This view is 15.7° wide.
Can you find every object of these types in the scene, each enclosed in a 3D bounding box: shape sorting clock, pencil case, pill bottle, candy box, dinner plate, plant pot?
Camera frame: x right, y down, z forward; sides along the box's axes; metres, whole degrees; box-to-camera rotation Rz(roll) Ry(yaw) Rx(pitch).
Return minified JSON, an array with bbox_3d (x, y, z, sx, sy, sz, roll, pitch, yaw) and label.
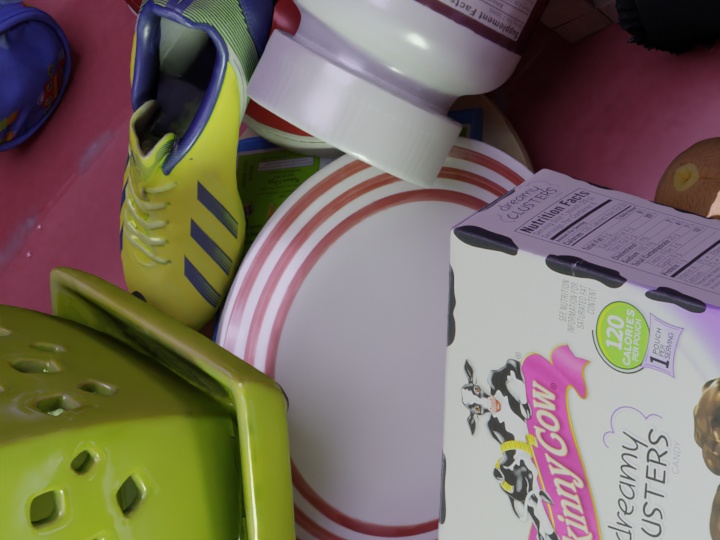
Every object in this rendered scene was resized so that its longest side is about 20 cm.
[{"bbox_3d":[0.000,0.000,1.207,0.199,0.039,0.201,-12,68,32],"label":"shape sorting clock"},{"bbox_3d":[-0.245,-0.124,1.334,0.199,0.078,0.087,24,64,29],"label":"pencil case"},{"bbox_3d":[0.035,-0.144,1.108,0.109,0.109,0.201,30,97,28],"label":"pill bottle"},{"bbox_3d":[0.129,0.072,0.970,0.199,0.071,0.169,18,121,30],"label":"candy box"},{"bbox_3d":[0.020,0.039,1.141,0.199,0.024,0.201,-12,69,33],"label":"dinner plate"},{"bbox_3d":[-0.138,0.114,1.125,0.199,0.181,0.201,26,127,51],"label":"plant pot"}]

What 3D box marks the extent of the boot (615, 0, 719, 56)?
[{"bbox_3d":[0.178,-0.145,1.075,0.162,0.198,0.074,-1,74,19],"label":"boot"}]

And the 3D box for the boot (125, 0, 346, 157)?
[{"bbox_3d":[-0.072,-0.133,1.197,0.200,0.144,0.073,35,83,38],"label":"boot"}]

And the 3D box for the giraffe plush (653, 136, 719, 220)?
[{"bbox_3d":[0.185,-0.002,1.059,0.162,0.172,0.201,-8,56,36],"label":"giraffe plush"}]

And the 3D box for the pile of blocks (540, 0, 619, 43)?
[{"bbox_3d":[0.041,-0.163,1.216,0.199,0.062,0.083,14,84,27],"label":"pile of blocks"}]

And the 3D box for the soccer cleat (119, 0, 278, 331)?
[{"bbox_3d":[-0.085,-0.050,1.163,0.064,0.084,0.201,23,125,16],"label":"soccer cleat"}]
